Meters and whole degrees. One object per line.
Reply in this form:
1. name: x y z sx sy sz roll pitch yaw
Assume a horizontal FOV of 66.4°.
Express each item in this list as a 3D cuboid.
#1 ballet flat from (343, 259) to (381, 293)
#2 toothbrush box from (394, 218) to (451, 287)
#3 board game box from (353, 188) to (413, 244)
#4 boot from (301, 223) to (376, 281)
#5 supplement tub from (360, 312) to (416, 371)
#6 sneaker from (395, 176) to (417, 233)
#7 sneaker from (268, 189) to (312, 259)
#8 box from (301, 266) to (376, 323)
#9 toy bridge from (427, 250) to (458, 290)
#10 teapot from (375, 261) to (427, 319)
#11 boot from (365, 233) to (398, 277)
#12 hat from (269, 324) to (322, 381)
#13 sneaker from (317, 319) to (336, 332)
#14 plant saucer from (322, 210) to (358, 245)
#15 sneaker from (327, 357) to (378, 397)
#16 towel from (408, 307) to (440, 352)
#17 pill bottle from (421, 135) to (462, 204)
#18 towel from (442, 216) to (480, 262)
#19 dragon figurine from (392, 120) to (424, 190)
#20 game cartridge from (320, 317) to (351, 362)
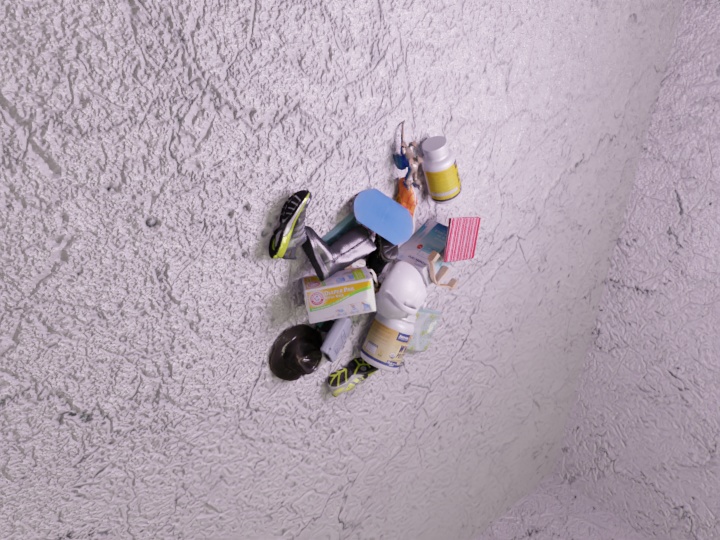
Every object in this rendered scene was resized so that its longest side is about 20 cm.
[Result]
1. ballet flat: 0.000 0.000 1.664 0.065 0.071 0.200 -25 130 24
2. toothbrush box: 0.228 -0.061 1.844 0.200 0.146 0.086 -44 135 -17
3. board game box: 0.063 -0.153 1.635 0.039 0.198 0.159 -50 -170 49
4. boot: -0.064 -0.086 1.573 0.198 0.065 0.167 -30 106 -28
5. supplement tub: 0.097 0.224 1.864 0.143 0.144 0.203 16 100 -47
6. sneaker: 0.135 -0.194 1.740 0.076 0.073 0.203 -15 118 -24
7. sneaker: -0.175 -0.119 1.467 0.080 0.074 0.202 16 106 -40
8. box: -0.064 0.068 1.577 0.196 0.113 0.103 -10 110 -6
9. toy bridge: 0.262 0.016 1.790 0.068 0.027 0.200 -51 138 -8
10. teapot: 0.140 0.079 1.724 0.201 0.145 0.198 -54 168 -30
11. boot: 0.063 -0.089 1.714 0.072 0.207 0.154 11 148 -16
12. hat: -0.174 0.265 1.663 0.199 0.080 0.204 -22 126 -34
13. sneaker: -0.063 0.100 1.696 0.087 0.074 0.203 16 98 -52
14. plant saucer: -0.033 -0.125 1.646 0.200 0.019 0.070 -43 135 -21
15. sneaker: -0.026 0.362 1.878 0.197 0.075 0.077 -19 131 -25
16. towel: 0.213 0.217 2.048 0.198 0.048 0.174 17 97 -48
17. pill bottle: 0.256 -0.322 1.760 0.111 0.111 0.202 -42 135 -20
18. towel: 0.331 -0.103 1.796 0.198 0.022 0.147 -7 108 -51
19. dragon figurine: 0.137 -0.340 1.658 0.058 0.099 0.203 -18 81 -22
20. game cartridge: -0.073 0.208 1.695 0.134 0.040 0.200 -57 169 -15
